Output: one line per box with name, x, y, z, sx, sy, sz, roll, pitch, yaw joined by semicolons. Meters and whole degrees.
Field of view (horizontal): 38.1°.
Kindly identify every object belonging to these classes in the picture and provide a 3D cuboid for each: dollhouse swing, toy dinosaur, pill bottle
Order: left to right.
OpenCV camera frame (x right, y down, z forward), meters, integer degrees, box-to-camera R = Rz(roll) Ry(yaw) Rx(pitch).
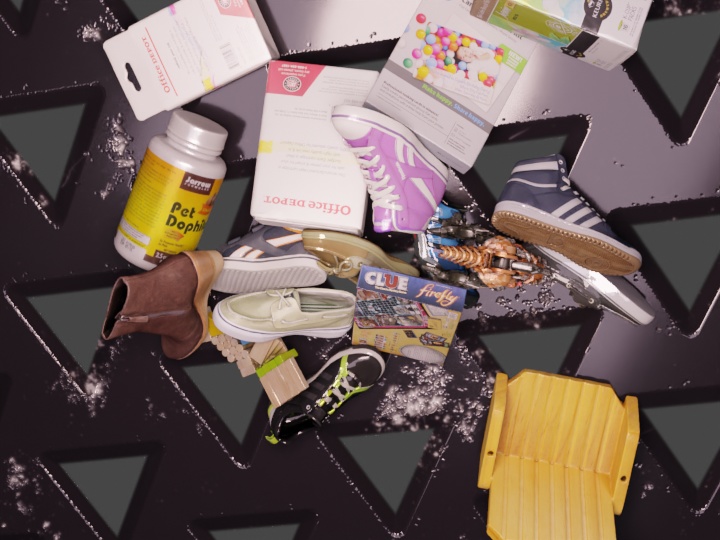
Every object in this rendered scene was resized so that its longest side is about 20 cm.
pill bottle;-0.246;-0.104;1.379;0.108;0.109;0.202;24;106;0
toy dinosaur;0.155;-0.018;1.281;0.134;0.200;0.103;13;71;38
dollhouse swing;0.263;0.256;1.376;0.196;0.176;0.185;10;105;5

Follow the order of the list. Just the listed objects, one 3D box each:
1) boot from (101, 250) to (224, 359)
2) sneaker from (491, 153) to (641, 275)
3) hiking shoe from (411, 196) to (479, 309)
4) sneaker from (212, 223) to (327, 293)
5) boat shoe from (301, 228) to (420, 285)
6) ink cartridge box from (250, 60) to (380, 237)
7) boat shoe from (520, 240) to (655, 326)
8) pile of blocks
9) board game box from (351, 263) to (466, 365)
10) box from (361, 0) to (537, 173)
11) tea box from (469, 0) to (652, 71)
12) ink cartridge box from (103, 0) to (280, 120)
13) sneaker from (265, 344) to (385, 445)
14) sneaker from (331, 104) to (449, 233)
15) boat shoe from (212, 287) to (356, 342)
boot;-0.269;0.058;1.349;0.072;0.165;0.201;45;130;22
sneaker;0.272;-0.074;1.323;0.197;0.070;0.110;21;62;-1
hiking shoe;0.111;-0.044;1.369;0.086;0.074;0.202;-30;99;16
sneaker;-0.130;-0.019;1.408;0.197;0.079;0.081;-4;61;21
boat shoe;-0.001;0.000;1.347;0.072;0.199;0.064;7;76;43
ink cartridge box;-0.055;-0.152;1.328;0.142;0.083;0.204;7;85;4
boat shoe;0.295;0.015;1.372;0.199;0.069;0.057;37;113;3
pile of blocks;-0.143;0.102;1.434;0.199;0.062;0.083;38;109;14
board game box;0.058;0.061;1.349;0.133;0.201;0.035;13;66;2
box;0.114;-0.247;1.289;0.155;0.041;0.202;31;77;-5
tea box;0.253;-0.372;1.219;0.194;0.134;0.203;20;91;1
ink cartridge box;-0.219;-0.287;1.352;0.197;0.068;0.118;-23;100;10
sneaker;-0.045;0.181;1.433;0.199;0.083;0.072;-34;121;18
sneaker;0.028;-0.111;1.255;0.199;0.072;0.116;33;73;-37
boat shoe;-0.098;0.049;1.386;0.197;0.073;0.062;0;138;-25
